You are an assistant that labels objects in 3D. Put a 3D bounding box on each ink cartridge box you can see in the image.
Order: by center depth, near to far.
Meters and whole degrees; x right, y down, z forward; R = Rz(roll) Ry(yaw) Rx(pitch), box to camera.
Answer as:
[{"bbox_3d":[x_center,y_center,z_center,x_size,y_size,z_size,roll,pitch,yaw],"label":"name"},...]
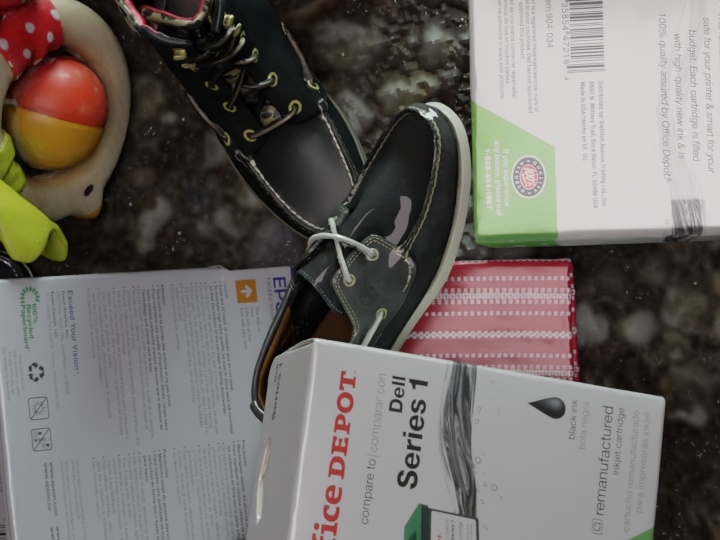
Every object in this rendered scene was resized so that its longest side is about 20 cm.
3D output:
[{"bbox_3d":[0.048,0.125,1.002,0.198,0.084,0.147,10,78,-15],"label":"ink cartridge box"},{"bbox_3d":[0.163,-0.089,1.053,0.198,0.084,0.147,-1,87,10],"label":"ink cartridge box"},{"bbox_3d":[-0.118,0.100,1.076,0.199,0.040,0.201,-2,84,-35],"label":"ink cartridge box"}]

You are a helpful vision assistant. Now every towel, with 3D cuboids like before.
[{"bbox_3d":[0.055,0.096,1.094,0.143,0.022,0.202,-2,87,9],"label":"towel"}]

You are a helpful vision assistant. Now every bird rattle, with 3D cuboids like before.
[{"bbox_3d":[-0.195,-0.100,1.081,0.112,0.163,0.202,4,88,32],"label":"bird rattle"}]

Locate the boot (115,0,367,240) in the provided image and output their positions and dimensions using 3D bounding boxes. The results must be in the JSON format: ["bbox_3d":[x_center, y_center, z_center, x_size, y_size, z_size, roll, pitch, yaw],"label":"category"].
[{"bbox_3d":[-0.070,-0.107,1.058,0.073,0.154,0.204,-31,83,7],"label":"boot"}]

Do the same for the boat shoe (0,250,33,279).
[{"bbox_3d":[-0.279,0.003,1.091,0.199,0.062,0.075,8,61,-26],"label":"boat shoe"}]

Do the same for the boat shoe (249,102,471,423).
[{"bbox_3d":[0.000,0.000,1.052,0.072,0.067,0.201,35,106,36],"label":"boat shoe"}]

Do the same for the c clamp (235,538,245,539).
[{"bbox_3d":[0.015,0.182,1.059,0.199,0.027,0.172,22,77,3],"label":"c clamp"}]
